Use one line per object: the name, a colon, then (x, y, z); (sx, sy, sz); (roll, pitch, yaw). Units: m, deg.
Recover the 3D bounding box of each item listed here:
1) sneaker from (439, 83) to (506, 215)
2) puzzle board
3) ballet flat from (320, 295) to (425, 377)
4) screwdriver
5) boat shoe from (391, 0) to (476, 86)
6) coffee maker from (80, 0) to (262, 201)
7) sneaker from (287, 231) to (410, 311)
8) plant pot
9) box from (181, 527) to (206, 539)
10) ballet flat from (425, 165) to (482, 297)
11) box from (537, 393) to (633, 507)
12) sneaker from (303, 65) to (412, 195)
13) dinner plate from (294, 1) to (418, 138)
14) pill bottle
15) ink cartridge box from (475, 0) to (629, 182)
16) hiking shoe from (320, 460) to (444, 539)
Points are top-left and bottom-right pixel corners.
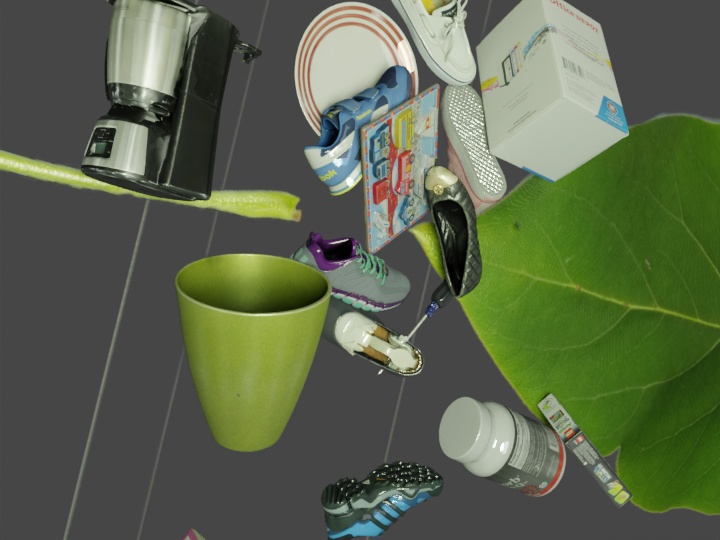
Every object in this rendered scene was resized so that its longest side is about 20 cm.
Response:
sneaker: (0.152, -0.175, 1.000); (0.073, 0.105, 0.205); (-6, 69, -20)
puzzle board: (0.060, -0.134, 0.907); (0.150, 0.017, 0.204); (-36, 141, -31)
ballet flat: (0.016, 0.097, 0.933); (0.198, 0.073, 0.074); (32, 79, -24)
screwdriver: (0.093, 0.082, 1.007); (0.201, 0.029, 0.028); (-52, 134, -15)
boat shoe: (0.118, -0.360, 0.936); (0.075, 0.085, 0.204); (-44, 109, -24)
coffee maker: (-0.205, -0.184, 0.747); (0.188, 0.134, 0.206); (9, 91, -31)
sneaker: (0.000, 0.000, 0.900); (0.195, 0.088, 0.076); (10, 52, -30)
plant pot: (-0.133, 0.108, 0.807); (0.183, 0.186, 0.206); (-5, 112, -29)
box: (-0.199, 0.474, 0.838); (0.177, 0.096, 0.201); (-48, 114, -17)
ballet flat: (0.137, -0.055, 0.957); (0.057, 0.065, 0.204); (-48, 127, -46)
box: (0.394, 0.315, 1.157); (0.035, 0.111, 0.200); (-38, 115, 7)
sneaker: (-0.001, -0.201, 0.874); (0.082, 0.073, 0.203); (38, 76, -25)
dinner plate: (-0.005, -0.264, 0.919); (0.195, 0.024, 0.207); (-3, 96, -30)
pill bottle: (0.226, 0.279, 1.054); (0.197, 0.115, 0.119); (27, 82, -28)
ink cartridge box: (0.274, -0.269, 0.970); (0.144, 0.144, 0.205); (15, 59, -31)
hiking shoe: (0.033, 0.346, 0.982); (0.194, 0.074, 0.089); (-6, 106, -19)
